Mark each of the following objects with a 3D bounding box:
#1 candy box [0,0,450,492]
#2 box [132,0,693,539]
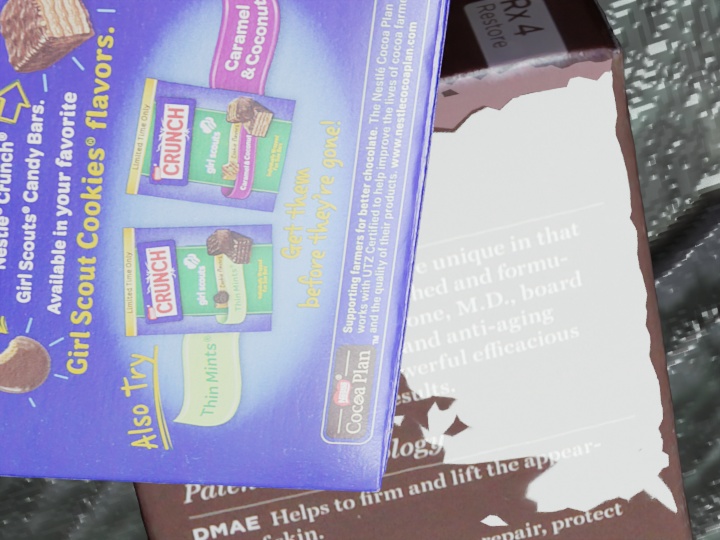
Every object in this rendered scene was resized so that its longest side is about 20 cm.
[{"bbox_3d":[-0.086,-0.036,0.745,0.200,0.077,0.169,3,117,-9],"label":"candy box"},{"bbox_3d":[0.000,0.000,0.912,0.164,0.166,0.200,-13,120,-1],"label":"box"}]
